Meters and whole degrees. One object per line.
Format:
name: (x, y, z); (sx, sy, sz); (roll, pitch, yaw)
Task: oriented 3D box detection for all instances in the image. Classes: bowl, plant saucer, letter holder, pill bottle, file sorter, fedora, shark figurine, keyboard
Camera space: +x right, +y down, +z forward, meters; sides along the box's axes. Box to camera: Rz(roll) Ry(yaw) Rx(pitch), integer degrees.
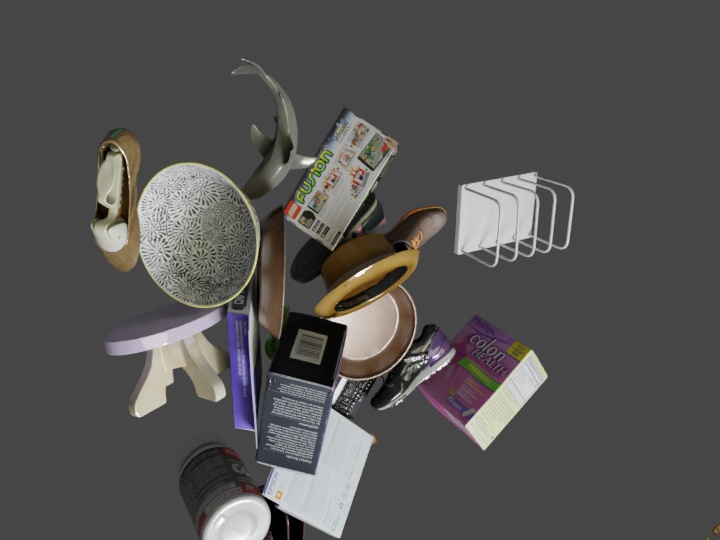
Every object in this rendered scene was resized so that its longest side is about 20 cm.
bowl: (-0.218, -0.057, 0.941); (0.094, 0.196, 0.206); (-35, 138, -68)
plant saucer: (0.008, 0.102, 1.184); (0.195, 0.037, 0.206); (-7, 112, -18)
letter holder: (-0.155, 0.527, 1.211); (0.098, 0.142, 0.205); (-6, 112, -29)
pill bottle: (-0.232, 0.361, 1.057); (0.111, 0.199, 0.117); (-12, 115, -27)
file sorter: (0.299, -0.100, 1.257); (0.196, 0.124, 0.142); (-13, 115, -27)
plant saucer: (-0.139, 0.001, 0.985); (0.036, 0.201, 0.206); (1, 110, -10)
fedora: (0.000, 0.000, 1.053); (0.197, 0.083, 0.201); (-28, 164, -9)
shark figurine: (-0.121, -0.206, 0.957); (0.125, 0.090, 0.220); (-6, 117, -13)
keyboard: (0.027, 0.202, 1.271); (0.126, 0.021, 0.203); (29, 93, -37)

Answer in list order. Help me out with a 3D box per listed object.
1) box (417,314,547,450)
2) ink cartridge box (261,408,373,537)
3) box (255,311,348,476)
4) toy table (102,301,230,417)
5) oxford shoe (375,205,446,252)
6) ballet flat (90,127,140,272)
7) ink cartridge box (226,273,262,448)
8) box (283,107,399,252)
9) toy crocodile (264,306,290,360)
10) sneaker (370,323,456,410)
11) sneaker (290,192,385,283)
box: (0.244, 0.222, 1.319); (0.200, 0.175, 0.097); (-45, 126, -8)
ink cartridge box: (-0.081, 0.356, 1.193); (0.199, 0.040, 0.203); (40, 58, -29)
box: (-0.094, 0.197, 1.032); (0.101, 0.149, 0.204); (13, 125, 1)
toy table: (-0.276, 0.124, 0.961); (0.197, 0.182, 0.120); (-20, 108, -36)
oxford shoe: (0.089, -0.052, 1.173); (0.198, 0.073, 0.073); (-33, 123, -18)
ballet flat: (-0.337, -0.090, 0.882); (0.066, 0.072, 0.205); (11, 106, 2)
ink cartridge box: (-0.180, 0.134, 1.003); (0.042, 0.201, 0.203); (-2, 112, -6)
box: (-0.033, -0.145, 1.042); (0.109, 0.035, 0.203); (33, 91, 7)
toy crocodile: (-0.109, 0.154, 1.134); (0.066, 0.062, 0.203); (-16, 118, 22)
sneaker: (0.085, 0.184, 1.261); (0.199, 0.076, 0.088); (-38, 97, -7)
sneaker: (-0.031, -0.041, 1.106); (0.200, 0.070, 0.082); (-43, 138, -2)
